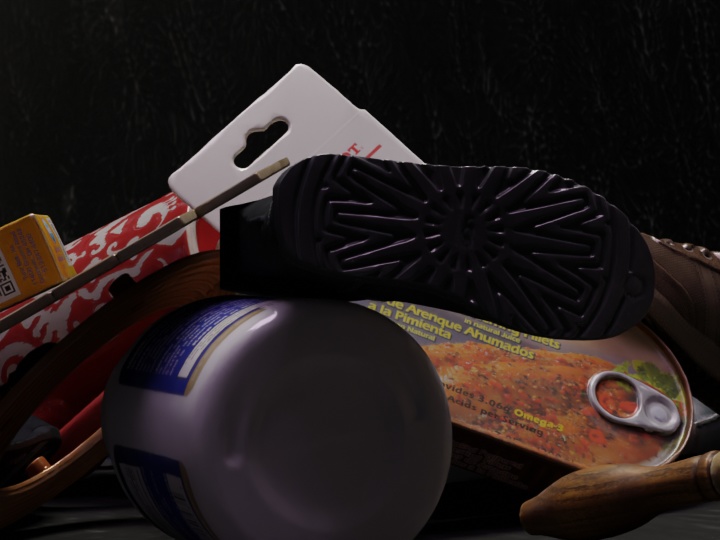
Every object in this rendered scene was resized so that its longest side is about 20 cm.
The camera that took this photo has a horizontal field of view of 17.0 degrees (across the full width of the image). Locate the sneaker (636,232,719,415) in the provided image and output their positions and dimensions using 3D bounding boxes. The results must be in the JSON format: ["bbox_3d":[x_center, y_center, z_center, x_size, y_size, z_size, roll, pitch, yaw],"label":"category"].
[{"bbox_3d":[0.184,0.021,1.258,0.200,0.076,0.070,38,-17,-11],"label":"sneaker"}]

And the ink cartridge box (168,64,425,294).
[{"bbox_3d":[0.000,0.000,1.269,0.117,0.200,0.067,-43,-10,-25],"label":"ink cartridge box"}]

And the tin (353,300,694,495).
[{"bbox_3d":[0.067,0.049,1.187,0.199,0.112,0.042,21,-39,-7],"label":"tin"}]

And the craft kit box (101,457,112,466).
[{"bbox_3d":[-0.146,0.101,1.635,0.199,0.049,0.197,-3,-1,25],"label":"craft kit box"}]

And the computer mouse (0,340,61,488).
[{"bbox_3d":[-0.197,0.077,1.236,0.140,0.046,0.200,-46,-10,14],"label":"computer mouse"}]

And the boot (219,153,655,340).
[{"bbox_3d":[0.025,-0.004,1.057,0.164,0.066,0.200,16,-10,-9],"label":"boot"}]

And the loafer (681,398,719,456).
[{"bbox_3d":[0.140,0.041,1.409,0.063,0.072,0.200,-18,43,-42],"label":"loafer"}]

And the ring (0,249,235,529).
[{"bbox_3d":[-0.138,0.060,1.197,0.200,0.019,0.201,-41,-14,-12],"label":"ring"}]

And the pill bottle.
[{"bbox_3d":[-0.049,0.071,1.087,0.119,0.120,0.200,-5,2,-21],"label":"pill bottle"}]

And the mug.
[{"bbox_3d":[-0.127,0.048,1.406,0.200,0.178,0.133,-28,-36,35],"label":"mug"}]

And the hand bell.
[{"bbox_3d":[0.146,0.090,1.024,0.104,0.105,0.200,-6,-11,-46],"label":"hand bell"}]

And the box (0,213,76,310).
[{"bbox_3d":[-0.239,0.029,1.175,0.199,0.042,0.119,-23,2,-4],"label":"box"}]

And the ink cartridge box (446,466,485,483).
[{"bbox_3d":[0.032,0.074,1.399,0.146,0.083,0.200,-5,2,-12],"label":"ink cartridge box"}]

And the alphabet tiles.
[{"bbox_3d":[-0.125,0.001,1.120,0.200,0.006,0.166,-30,3,9],"label":"alphabet tiles"}]
